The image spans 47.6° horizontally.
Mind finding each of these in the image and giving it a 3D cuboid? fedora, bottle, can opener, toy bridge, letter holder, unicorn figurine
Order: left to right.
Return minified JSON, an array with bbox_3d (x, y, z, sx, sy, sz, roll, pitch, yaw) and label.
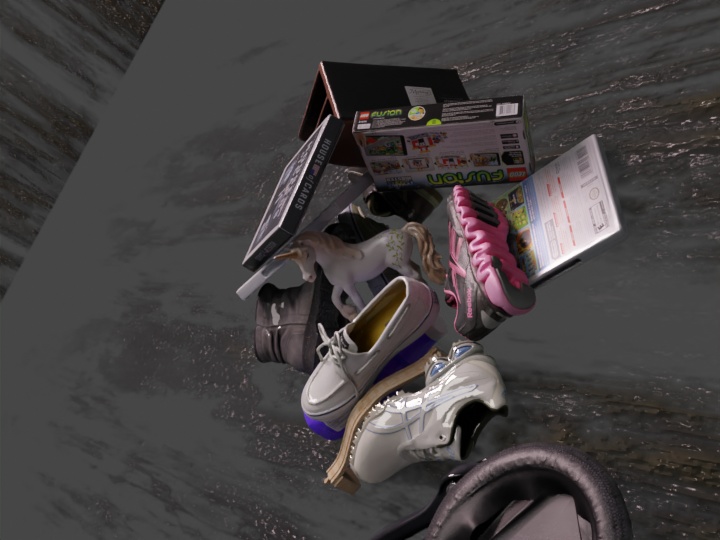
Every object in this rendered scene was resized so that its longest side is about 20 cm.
[{"bbox_3d":[0.000,0.000,0.964,0.197,0.140,0.074,-26,19,-16],"label":"unicorn figurine"},{"bbox_3d":[0.016,0.114,0.955,0.199,0.065,0.084,-42,34,22],"label":"bottle"},{"bbox_3d":[0.024,0.163,0.901,0.201,0.067,0.027,-50,33,9],"label":"toy bridge"},{"bbox_3d":[0.031,-0.181,1.074,0.143,0.196,0.102,118,143,-49],"label":"letter holder"},{"bbox_3d":[0.073,0.245,0.778,0.200,0.078,0.064,-46,56,28],"label":"can opener"},{"bbox_3d":[0.141,0.241,0.653,0.199,0.091,0.203,-31,40,30],"label":"fedora"}]

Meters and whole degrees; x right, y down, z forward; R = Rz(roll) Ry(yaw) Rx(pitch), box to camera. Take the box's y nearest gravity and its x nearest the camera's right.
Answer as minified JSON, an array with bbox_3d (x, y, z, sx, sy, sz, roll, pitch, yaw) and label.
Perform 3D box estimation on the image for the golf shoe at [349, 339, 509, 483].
[{"bbox_3d":[0.068,0.166,0.837,0.200,0.078,0.098,-47,39,17],"label":"golf shoe"}]

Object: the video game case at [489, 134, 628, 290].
[{"bbox_3d":[0.188,-0.043,0.893,0.199,0.018,0.145,-34,39,32],"label":"video game case"}]

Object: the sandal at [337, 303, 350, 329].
[{"bbox_3d":[-0.052,0.041,1.103,0.081,0.054,0.204,-19,60,50],"label":"sandal"}]

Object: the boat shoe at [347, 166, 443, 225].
[{"bbox_3d":[0.032,-0.107,1.121,0.066,0.072,0.200,-54,36,-6],"label":"boat shoe"}]

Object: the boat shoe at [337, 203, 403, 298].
[{"bbox_3d":[0.021,-0.030,1.089,0.061,0.073,0.201,-27,41,2],"label":"boat shoe"}]

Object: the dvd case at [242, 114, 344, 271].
[{"bbox_3d":[-0.086,-0.088,0.991,0.153,0.024,0.200,-68,13,-19],"label":"dvd case"}]

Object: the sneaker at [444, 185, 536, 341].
[{"bbox_3d":[0.116,-0.009,0.871,0.096,0.078,0.202,-50,29,31],"label":"sneaker"}]

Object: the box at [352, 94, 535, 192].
[{"bbox_3d":[0.099,-0.145,0.955,0.196,0.111,0.035,-1,56,19],"label":"box"}]

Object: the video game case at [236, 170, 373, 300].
[{"bbox_3d":[-0.067,-0.048,1.058,0.199,0.018,0.143,-40,5,31],"label":"video game case"}]

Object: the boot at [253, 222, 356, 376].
[{"bbox_3d":[-0.081,0.030,1.049,0.130,0.069,0.204,13,90,40],"label":"boot"}]

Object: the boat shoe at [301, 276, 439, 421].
[{"bbox_3d":[-0.007,0.082,0.881,0.202,0.086,0.075,-43,49,16],"label":"boat shoe"}]
